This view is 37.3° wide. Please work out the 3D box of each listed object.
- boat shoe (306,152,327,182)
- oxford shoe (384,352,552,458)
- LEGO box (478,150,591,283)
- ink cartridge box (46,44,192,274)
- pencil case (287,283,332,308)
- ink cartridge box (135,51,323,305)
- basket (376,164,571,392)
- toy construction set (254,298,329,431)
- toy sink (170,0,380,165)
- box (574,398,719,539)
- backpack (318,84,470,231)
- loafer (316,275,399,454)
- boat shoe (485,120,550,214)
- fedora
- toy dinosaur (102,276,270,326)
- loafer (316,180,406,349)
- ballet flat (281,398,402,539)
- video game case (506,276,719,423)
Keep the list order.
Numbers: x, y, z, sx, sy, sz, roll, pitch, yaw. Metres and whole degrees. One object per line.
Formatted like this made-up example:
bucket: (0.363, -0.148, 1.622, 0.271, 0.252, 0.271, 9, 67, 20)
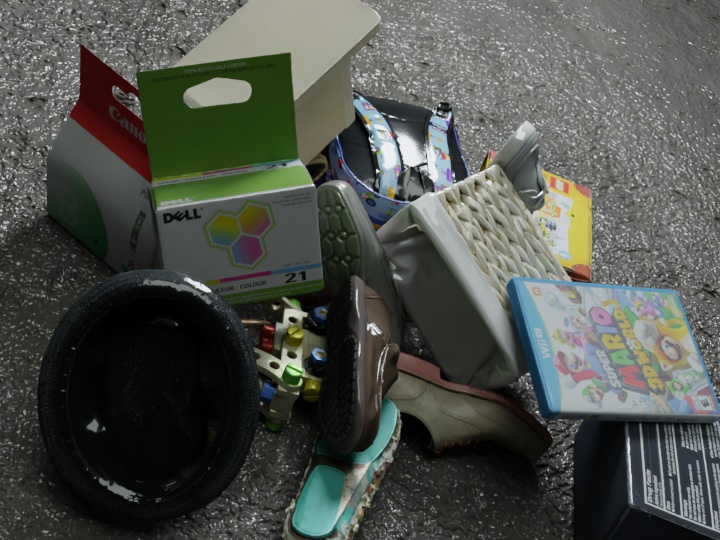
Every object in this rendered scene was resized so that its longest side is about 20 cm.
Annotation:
boat shoe: (-0.124, -0.068, 1.121, 0.200, 0.074, 0.063, -39, 51, -16)
oxford shoe: (0.094, 0.152, 1.056, 0.197, 0.071, 0.076, 23, 64, -3)
LEGO box: (0.205, -0.045, 1.319, 0.147, 0.078, 0.201, 21, 37, -3)
ink cartridge box: (-0.240, -0.091, 1.042, 0.160, 0.202, 0.050, 38, 51, 19)
pencil case: (-0.073, -0.052, 1.181, 0.085, 0.084, 0.201, 2, 42, -29)
ink cartridge box: (-0.116, -0.077, 0.947, 0.145, 0.204, 0.076, -9, 27, -11)
basket: (0.123, 0.009, 1.096, 0.122, 0.135, 0.202, -31, 86, -26)
toy construction set: (-0.091, 0.067, 1.033, 0.129, 0.093, 0.203, 15, 49, -10)
toy sink: (-0.083, -0.190, 1.093, 0.130, 0.113, 0.200, 35, 67, 22)
box: (0.315, 0.221, 1.023, 0.195, 0.124, 0.201, 22, 36, -4)
backpack: (0.038, -0.109, 1.262, 0.179, 0.136, 0.202, 9, 39, -18)
loafer: (0.009, 0.085, 0.975, 0.070, 0.073, 0.202, 25, 39, -18)
boat shoe: (0.172, -0.092, 1.158, 0.068, 0.201, 0.072, 39, 71, 12)
fedora: (-0.175, 0.102, 0.897, 0.197, 0.204, 0.092, 16, -4, -9)
toy dinosaur: (-0.194, 0.044, 0.975, 0.197, 0.061, 0.107, 17, 58, 33)
loafer: (0.000, 0.000, 1.086, 0.069, 0.203, 0.070, 1, 27, 33)
ballet flat: (-0.018, 0.191, 0.938, 0.074, 0.065, 0.200, 14, 34, 18)
video game case: (0.242, 0.076, 1.021, 0.196, 0.018, 0.145, 5, 55, -23)
